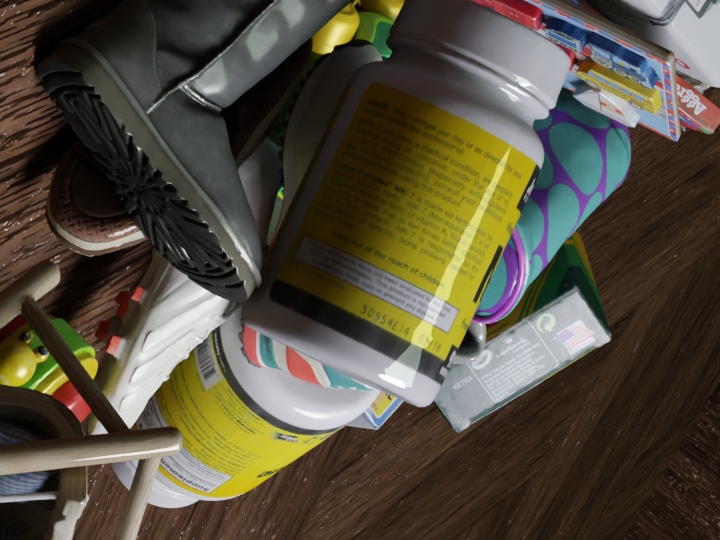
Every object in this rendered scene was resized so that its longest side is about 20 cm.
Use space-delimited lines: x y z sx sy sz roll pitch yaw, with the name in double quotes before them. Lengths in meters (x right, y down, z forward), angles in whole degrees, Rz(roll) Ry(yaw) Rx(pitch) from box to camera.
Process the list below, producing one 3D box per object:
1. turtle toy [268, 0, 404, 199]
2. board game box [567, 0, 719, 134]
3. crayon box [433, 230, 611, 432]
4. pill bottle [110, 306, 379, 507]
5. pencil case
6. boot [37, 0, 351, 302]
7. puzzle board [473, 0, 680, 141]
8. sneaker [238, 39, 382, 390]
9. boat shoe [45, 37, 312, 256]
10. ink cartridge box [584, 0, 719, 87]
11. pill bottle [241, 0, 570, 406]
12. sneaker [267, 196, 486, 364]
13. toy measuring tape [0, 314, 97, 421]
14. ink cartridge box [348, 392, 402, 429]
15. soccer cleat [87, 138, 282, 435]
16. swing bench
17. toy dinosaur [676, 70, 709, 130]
"turtle toy" 0.006 -0.096 1.578 0.200 0.101 0.146 -24 147 -60
"board game box" 0.126 -0.151 1.591 0.019 0.200 0.103 -56 -155 -2
"crayon box" 0.097 0.018 1.804 0.127 0.051 0.200 -33 -158 11
"pill bottle" -0.078 0.075 1.607 0.112 0.113 0.200 -39 -178 -40
"pencil case" 0.102 -0.046 1.630 0.092 0.085 0.200 -46 179 38
"boot" -0.050 -0.110 1.335 0.200 0.072 0.182 -47 121 -28
"puzzle board" 0.101 -0.142 1.570 0.017 0.200 0.151 -60 165 -10
"sneaker" 0.000 -0.026 1.455 0.070 0.093 0.200 -12 120 -62
"boat shoe" -0.097 -0.063 1.412 0.202 0.075 0.075 -42 167 -35
"ink cartridge box" 0.144 -0.209 1.523 0.084 0.146 0.200 -54 138 -4
"pill bottle" 0.027 -0.040 1.365 0.200 0.114 0.114 -65 164 -3
"sneaker" 0.000 0.000 1.624 0.092 0.200 0.076 7 -109 60
"toy measuring tape" -0.180 0.071 1.472 0.074 0.074 0.200 -49 168 -14
"ink cartridge box" 0.018 0.011 1.772 0.200 0.076 0.136 -45 -157 -23
"soccer cleat" -0.095 0.014 1.490 0.200 0.077 0.069 -64 -165 3
"swing bench" -0.219 0.130 1.291 0.200 0.130 0.199 -22 149 -32
"toy dinosaur" 0.151 -0.167 1.758 0.077 0.200 0.103 30 79 -44
